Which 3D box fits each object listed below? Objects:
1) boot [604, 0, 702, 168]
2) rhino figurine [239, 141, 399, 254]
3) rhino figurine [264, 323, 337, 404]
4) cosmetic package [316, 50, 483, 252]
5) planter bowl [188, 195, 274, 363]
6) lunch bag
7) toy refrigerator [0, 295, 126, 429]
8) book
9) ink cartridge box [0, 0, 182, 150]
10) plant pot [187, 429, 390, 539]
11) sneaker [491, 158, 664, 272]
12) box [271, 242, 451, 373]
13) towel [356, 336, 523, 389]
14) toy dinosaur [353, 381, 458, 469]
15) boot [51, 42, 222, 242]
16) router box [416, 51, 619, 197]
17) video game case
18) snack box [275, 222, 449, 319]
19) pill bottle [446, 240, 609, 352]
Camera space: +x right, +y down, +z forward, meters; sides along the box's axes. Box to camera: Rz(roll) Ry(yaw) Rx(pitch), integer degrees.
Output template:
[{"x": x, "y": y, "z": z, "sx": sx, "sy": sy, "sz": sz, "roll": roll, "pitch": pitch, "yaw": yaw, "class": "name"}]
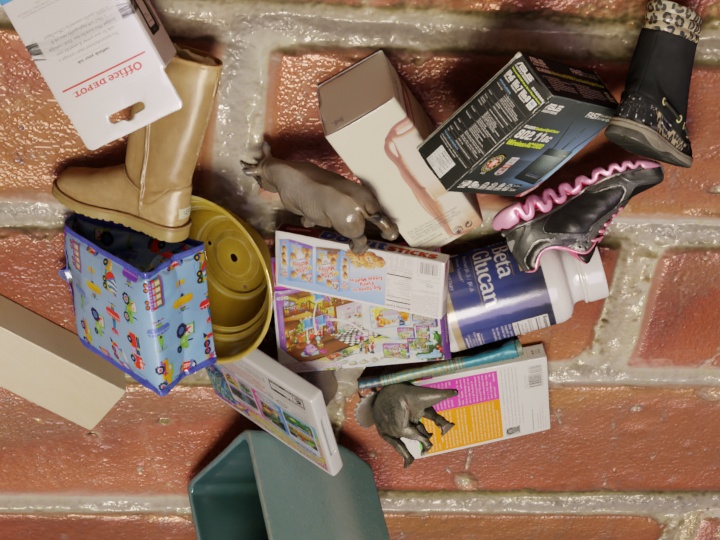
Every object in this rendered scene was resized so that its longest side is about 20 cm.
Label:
[{"x": 0.330, "y": -0.195, "z": 1.479, "sx": 0.203, "sy": 0.073, "sz": 0.154, "roll": 7, "pitch": 100, "yaw": -63, "class": "boot"}, {"x": -0.055, "y": -0.084, "z": 1.490, "sx": 0.060, "sy": 0.200, "sz": 0.087, "roll": -55, "pitch": 148, "yaw": -12, "class": "rhino figurine"}, {"x": -0.072, "y": 0.134, "z": 1.716, "sx": 0.087, "sy": 0.060, "sz": 0.200, "roll": -1, "pitch": 132, "yaw": -1, "class": "rhino figurine"}, {"x": 0.044, "y": -0.124, "z": 1.496, "sx": 0.087, "sy": 0.104, "sz": 0.200, "roll": -28, "pitch": 129, "yaw": 15, "class": "cosmetic package"}, {"x": -0.161, "y": -0.002, "z": 1.560, "sx": 0.200, "sy": 0.083, "sz": 0.201, "roll": 13, "pitch": 116, "yaw": 27, "class": "planter bowl"}, {"x": -0.267, "y": 0.029, "z": 1.540, "sx": 0.200, "sy": 0.094, "sz": 0.151, "roll": 18, "pitch": 123, "yaw": 34, "class": "lunch bag"}, {"x": -0.384, "y": 0.105, "z": 1.659, "sx": 0.200, "sy": 0.070, "sz": 0.076, "roll": 31, "pitch": 113, "yaw": -29, "class": "toy refrigerator"}, {"x": 0.143, "y": 0.168, "z": 1.791, "sx": 0.199, "sy": 0.048, "sz": 0.134, "roll": -10, "pitch": 131, "yaw": -1, "class": "book"}, {"x": -0.261, "y": -0.233, "z": 1.350, "sx": 0.116, "sy": 0.068, "sz": 0.200, "roll": -23, "pitch": 110, "yaw": 13, "class": "ink cartridge box"}, {"x": -0.080, "y": 0.326, "z": 1.784, "sx": 0.200, "sy": 0.196, "sz": 0.196, "roll": 2, "pitch": 151, "yaw": -32, "class": "plant pot"}, {"x": 0.252, "y": -0.058, "z": 1.551, "sx": 0.200, "sy": 0.096, "sz": 0.079, "roll": -23, "pitch": 173, "yaw": 6, "class": "sneaker"}, {"x": -0.001, "y": 0.043, "z": 1.589, "sx": 0.199, "sy": 0.039, "sz": 0.137, "roll": -6, "pitch": 87, "yaw": 17, "class": "box"}, {"x": 0.098, "y": 0.108, "z": 1.687, "sx": 0.199, "sy": 0.147, "sz": 0.022, "roll": -12, "pitch": 91, "yaw": 5, "class": "towel"}, {"x": 0.050, "y": 0.173, "z": 1.666, "sx": 0.102, "sy": 0.077, "sz": 0.200, "roll": 43, "pitch": 156, "yaw": -2, "class": "toy dinosaur"}, {"x": -0.236, "y": -0.148, "z": 1.463, "sx": 0.175, "sy": 0.066, "sz": 0.200, "roll": 18, "pitch": 115, "yaw": 13, "class": "boot"}, {"x": 0.171, "y": -0.148, "z": 1.449, "sx": 0.150, "sy": 0.062, "sz": 0.200, "roll": -43, "pitch": 160, "yaw": 25, "class": "router box"}, {"x": -0.113, "y": 0.145, "z": 1.644, "sx": 0.024, "sy": 0.200, "sz": 0.182, "roll": -48, "pitch": 151, "yaw": -23, "class": "video game case"}, {"x": 0.000, "y": 0.000, "z": 1.540, "sx": 0.199, "sy": 0.024, "sz": 0.072, "roll": 11, "pitch": 121, "yaw": 18, "class": "snack box"}, {"x": 0.184, "y": 0.018, "z": 1.626, "sx": 0.199, "sy": 0.111, "sz": 0.111, "roll": -16, "pitch": 130, "yaw": 6, "class": "pill bottle"}]
